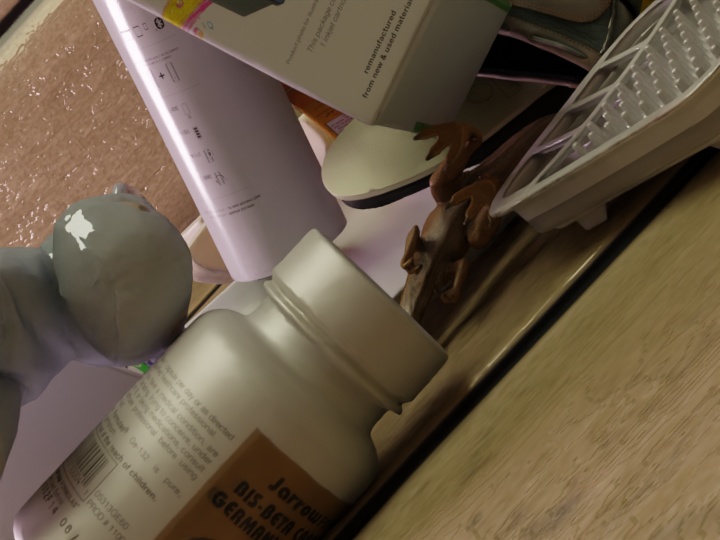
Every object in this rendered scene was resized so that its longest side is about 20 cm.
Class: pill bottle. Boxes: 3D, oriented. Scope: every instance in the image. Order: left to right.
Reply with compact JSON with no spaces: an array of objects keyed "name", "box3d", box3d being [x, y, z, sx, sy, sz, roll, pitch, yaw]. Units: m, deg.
[{"name":"pill bottle","box3d":[-0.057,0.084,0.939,0.200,0.114,0.114,-47,8,1]}]

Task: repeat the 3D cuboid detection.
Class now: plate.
[{"name":"plate","box3d":[0.000,0.000,1.177,0.199,0.032,0.199,-42,20,-25]}]

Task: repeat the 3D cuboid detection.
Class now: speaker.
[{"name":"speaker","box3d":[-0.083,-0.096,1.187,0.081,0.201,0.081,-24,17,8]}]

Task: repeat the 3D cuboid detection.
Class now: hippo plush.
[{"name":"hippo plush","box3d":[-0.154,0.039,0.971,0.159,0.161,0.200,-10,-9,-16]}]

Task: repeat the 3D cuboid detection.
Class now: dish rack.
[{"name":"dish rack","box3d":[0.156,-0.092,0.942,0.172,0.044,0.200,-50,8,-29]}]

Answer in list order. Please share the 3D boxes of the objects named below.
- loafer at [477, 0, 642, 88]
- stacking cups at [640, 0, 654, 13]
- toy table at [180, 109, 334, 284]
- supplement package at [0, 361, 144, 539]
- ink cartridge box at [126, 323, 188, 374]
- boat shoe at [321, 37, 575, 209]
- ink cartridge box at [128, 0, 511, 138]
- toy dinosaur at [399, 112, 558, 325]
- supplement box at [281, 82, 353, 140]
[{"name":"loafer","box3d":[0.054,-0.131,1.102,0.198,0.072,0.064,1,67,26]},{"name":"stacking cups","box3d":[0.099,-0.126,1.214,0.199,0.061,0.061,-33,11,17]},{"name":"toy table","box3d":[-0.045,-0.024,1.417,0.184,0.117,0.200,-42,10,30]},{"name":"supplement package","box3d":[-0.204,0.138,1.106,0.116,0.117,0.202,3,74,56]},{"name":"ink cartridge box","box3d":[-0.172,0.112,1.293,0.199,0.050,0.110,-26,-43,-53]},{"name":"boat shoe","box3d":[0.072,-0.089,1.145,0.200,0.063,0.074,-32,49,2]},{"name":"ink cartridge box","box3d":[-0.039,-0.149,1.027,0.088,0.199,0.145,-62,-14,8]},{"name":"toy dinosaur","box3d":[0.060,-0.040,1.055,0.201,0.060,0.106,-53,-15,-15]},{"name":"supplement box","box3d":[0.009,-0.112,1.298,0.068,0.067,0.200,-32,-31,15]}]
